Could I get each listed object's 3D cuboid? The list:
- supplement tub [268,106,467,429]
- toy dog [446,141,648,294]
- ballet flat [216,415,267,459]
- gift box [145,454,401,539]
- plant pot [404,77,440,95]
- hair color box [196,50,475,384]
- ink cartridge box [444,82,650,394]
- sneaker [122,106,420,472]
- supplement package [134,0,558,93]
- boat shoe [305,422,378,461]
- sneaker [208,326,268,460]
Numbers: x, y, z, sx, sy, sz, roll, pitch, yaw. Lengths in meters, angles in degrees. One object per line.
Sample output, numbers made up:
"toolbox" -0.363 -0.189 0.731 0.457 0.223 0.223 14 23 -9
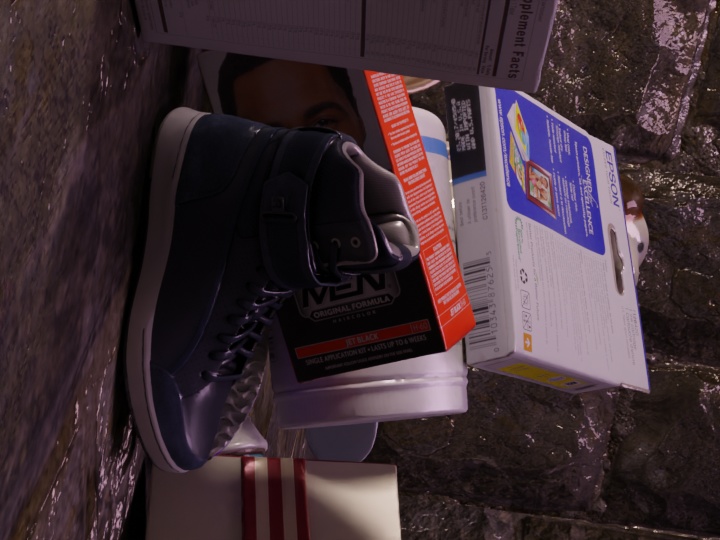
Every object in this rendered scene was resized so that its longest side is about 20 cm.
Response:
"supplement tub" 0.000 0.000 1.003 0.132 0.132 0.200 79 5 -83
"toy dog" 0.128 -0.016 1.194 0.194 0.200 0.140 -103 -163 -46
"ballet flat" -0.103 0.116 1.057 0.200 0.069 0.070 106 -8 -77
"gift box" -0.064 0.224 0.918 0.187 0.184 0.200 -93 -177 -49
"plant pot" -0.010 -0.224 1.148 0.093 0.201 0.201 -7 -109 54
"hair color box" -0.013 -0.045 0.876 0.061 0.101 0.200 -31 105 -65
"ink cartridge box" 0.131 -0.017 1.064 0.200 0.047 0.198 21 59 -55
"sneaker" -0.046 0.019 0.818 0.077 0.146 0.203 -7 104 -69
"supplement package" -0.002 -0.169 0.721 0.114 0.200 0.110 94 5 -67
"boat shoe" 0.000 0.048 1.147 0.086 0.074 0.202 77 19 -86
"sneaker" -0.086 0.026 0.941 0.100 0.069 0.201 98 0 -74
